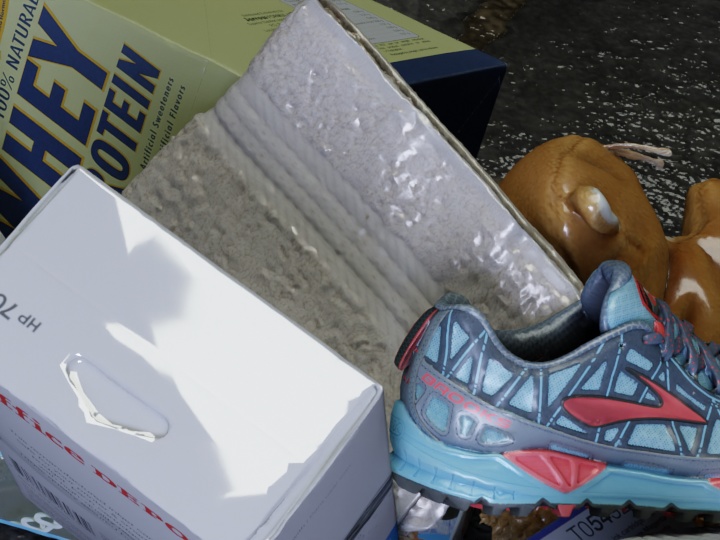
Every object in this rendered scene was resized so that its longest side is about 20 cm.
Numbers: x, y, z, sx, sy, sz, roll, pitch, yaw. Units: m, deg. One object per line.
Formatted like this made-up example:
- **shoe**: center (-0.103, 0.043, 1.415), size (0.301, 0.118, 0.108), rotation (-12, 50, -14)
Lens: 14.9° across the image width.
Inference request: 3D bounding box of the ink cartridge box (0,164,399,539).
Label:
- **ink cartridge box**: center (-0.066, 0.066, 1.032), size (0.146, 0.200, 0.086), rotation (36, 73, 15)

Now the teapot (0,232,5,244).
- **teapot**: center (-0.258, -0.014, 1.190), size (0.197, 0.146, 0.200), rotation (-34, 67, -9)

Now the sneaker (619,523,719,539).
- **sneaker**: center (0.123, 0.135, 1.011), size (0.078, 0.080, 0.200), rotation (-6, -2, 40)

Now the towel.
- **towel**: center (0.000, 0.000, 1.132), size (0.200, 0.133, 0.034), rotation (49, 15, 13)

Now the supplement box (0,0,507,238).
- **supplement box**: center (-0.076, -0.068, 1.302), size (0.200, 0.134, 0.200), rotation (27, 21, 24)

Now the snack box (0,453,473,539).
- **snack box**: center (-0.053, 0.088, 1.184), size (0.200, 0.037, 0.116), rotation (16, 32, 7)

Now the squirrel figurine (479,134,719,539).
- **squirrel figurine**: center (0.122, 0.040, 1.180), size (0.187, 0.141, 0.200), rotation (42, 49, -30)

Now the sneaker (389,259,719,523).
- **sneaker**: center (0.111, 0.045, 1.057), size (0.200, 0.096, 0.079), rotation (2, 10, -18)

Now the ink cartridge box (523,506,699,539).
- **ink cartridge box**: center (0.115, 0.187, 1.036), size (0.200, 0.043, 0.196), rotation (43, 41, 20)
